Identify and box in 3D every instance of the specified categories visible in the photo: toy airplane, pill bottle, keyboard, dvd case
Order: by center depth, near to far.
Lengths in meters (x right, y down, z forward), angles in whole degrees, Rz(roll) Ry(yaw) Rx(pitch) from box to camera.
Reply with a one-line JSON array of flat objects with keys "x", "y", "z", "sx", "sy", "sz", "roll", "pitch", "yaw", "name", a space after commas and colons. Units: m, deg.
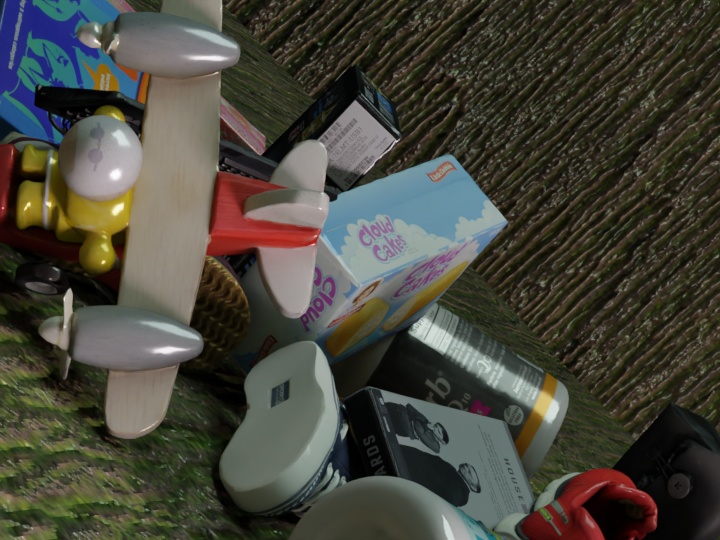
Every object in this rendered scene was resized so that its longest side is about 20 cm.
[{"x": 0.048, "y": 0.189, "z": 1.305, "sx": 0.111, "sy": 0.111, "sz": 0.200, "roll": 50, "pitch": 8, "yaw": 38, "name": "pill bottle"}, {"x": -0.112, "y": -0.039, "z": 1.321, "sx": 0.200, "sy": 0.199, "sz": 0.141, "roll": 50, "pitch": -2, "yaw": 23, "name": "toy airplane"}, {"x": -0.113, "y": -0.063, "z": 1.497, "sx": 0.104, "sy": 0.040, "sz": 0.199, "roll": 8, "pitch": -11, "yaw": 45, "name": "keyboard"}, {"x": 0.066, "y": 0.155, "z": 1.547, "sx": 0.200, "sy": 0.025, "sz": 0.151, "roll": 20, "pitch": 47, "yaw": -60, "name": "dvd case"}, {"x": 0.042, "y": 0.083, "z": 1.795, "sx": 0.199, "sy": 0.117, "sz": 0.116, "roll": 31, "pitch": 8, "yaw": -3, "name": "pill bottle"}]

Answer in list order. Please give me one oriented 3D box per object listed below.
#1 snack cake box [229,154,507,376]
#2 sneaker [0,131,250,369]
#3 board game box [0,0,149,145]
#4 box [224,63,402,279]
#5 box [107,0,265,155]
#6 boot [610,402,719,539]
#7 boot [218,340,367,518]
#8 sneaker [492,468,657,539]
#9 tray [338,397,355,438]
[{"x": 0.000, "y": 0.000, "z": 1.644, "sx": 0.067, "sy": 0.115, "sz": 0.200, "roll": 50, "pitch": 33, "yaw": 11, "name": "snack cake box"}, {"x": -0.145, "y": -0.019, "z": 1.527, "sx": 0.200, "sy": 0.075, "sz": 0.090, "roll": 43, "pitch": 7, "yaw": -37, "name": "sneaker"}, {"x": -0.184, "y": -0.108, "z": 1.634, "sx": 0.200, "sy": 0.045, "sz": 0.153, "roll": 40, "pitch": 42, "yaw": -40, "name": "board game box"}, {"x": -0.057, "y": -0.051, "z": 1.722, "sx": 0.050, "sy": 0.198, "sz": 0.200, "roll": 45, "pitch": 7, "yaw": -9, "name": "box"}, {"x": -0.174, "y": -0.127, "z": 1.868, "sx": 0.200, "sy": 0.103, "sz": 0.095, "roll": 45, "pitch": 7, "yaw": -11, "name": "box"}, {"x": 0.210, "y": 0.217, "z": 1.731, "sx": 0.165, "sy": 0.200, "sz": 0.066, "roll": 48, "pitch": 7, "yaw": 24, "name": "boot"}, {"x": -0.029, "y": 0.117, "z": 1.463, "sx": 0.091, "sy": 0.072, "sz": 0.200, "roll": 63, "pitch": 13, "yaw": -16, "name": "boot"}, {"x": 0.156, "y": 0.166, "z": 1.587, "sx": 0.077, "sy": 0.084, "sz": 0.200, "roll": 64, "pitch": 22, "yaw": 2, "name": "sneaker"}, {"x": 0.032, "y": 0.133, "z": 1.664, "sx": 0.098, "sy": 0.037, "sz": 0.200, "roll": 11, "pitch": -17, "yaw": 36, "name": "tray"}]
